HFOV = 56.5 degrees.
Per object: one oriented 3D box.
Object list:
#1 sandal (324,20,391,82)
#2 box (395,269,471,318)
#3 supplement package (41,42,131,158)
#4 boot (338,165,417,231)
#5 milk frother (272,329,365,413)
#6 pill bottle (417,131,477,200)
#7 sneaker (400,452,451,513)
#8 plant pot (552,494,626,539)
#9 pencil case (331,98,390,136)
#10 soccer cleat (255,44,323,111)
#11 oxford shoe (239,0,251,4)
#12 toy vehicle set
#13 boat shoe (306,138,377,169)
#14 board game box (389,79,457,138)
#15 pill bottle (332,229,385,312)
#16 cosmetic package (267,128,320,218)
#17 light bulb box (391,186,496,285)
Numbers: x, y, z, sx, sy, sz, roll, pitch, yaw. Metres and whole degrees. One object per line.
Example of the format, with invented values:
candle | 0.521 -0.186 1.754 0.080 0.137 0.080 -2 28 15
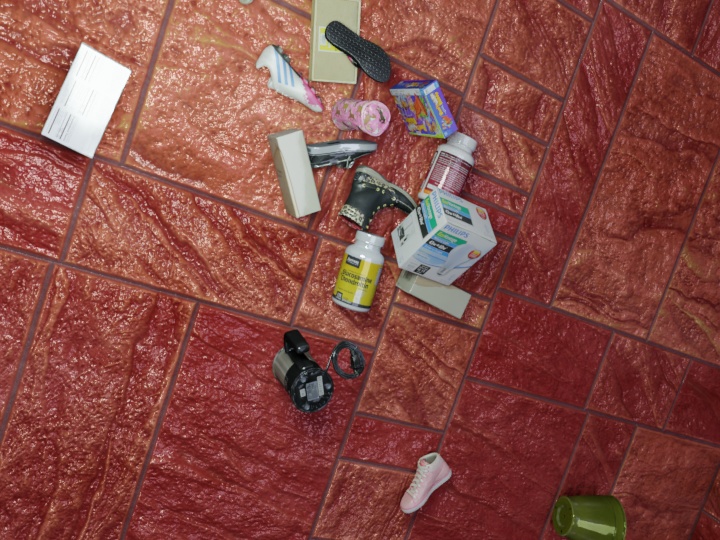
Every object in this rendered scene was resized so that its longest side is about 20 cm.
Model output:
sandal | -0.004 -0.547 1.677 0.198 0.045 0.076 35 82 -12
box | 0.209 0.057 1.915 0.197 0.095 0.079 26 92 -28
supplement package | -0.583 -0.360 1.429 0.109 0.155 0.203 26 92 -25
boot | 0.045 -0.164 1.780 0.201 0.073 0.156 32 72 -20
milk frother | -0.111 0.253 1.769 0.196 0.188 0.185 5 102 -25
pill bottle | 0.243 -0.271 1.838 0.111 0.113 0.204 22 94 -26
sneaker | 0.184 0.642 2.058 0.199 0.075 0.106 -37 114 -16
plant pot | 0.779 0.866 2.324 0.189 0.200 0.205 16 97 -14
pencil case | -0.001 -0.380 1.655 0.085 0.199 0.085 -10 108 -22
soccer cleat | -0.175 -0.455 1.643 0.086 0.070 0.200 -39 113 8
oxford shoe | -0.226 -0.711 1.555 0.057 0.074 0.204 14 101 -62
toy vehicle set | -0.065 -0.575 1.676 0.121 0.026 0.205 -1 103 -24
boat shoe | -0.047 -0.296 1.727 0.195 0.073 0.070 -13 116 -28
board game box | 0.159 -0.415 1.717 0.044 0.200 0.136 -34 113 -11
pill bottle | 0.000 0.000 1.798 0.110 0.112 0.205 13 97 -25
cosmetic package | -0.165 -0.244 1.672 0.072 0.103 0.204 -20 109 -17
light bulb box | 0.221 -0.087 1.795 0.195 0.127 0.200 18 135 -33
